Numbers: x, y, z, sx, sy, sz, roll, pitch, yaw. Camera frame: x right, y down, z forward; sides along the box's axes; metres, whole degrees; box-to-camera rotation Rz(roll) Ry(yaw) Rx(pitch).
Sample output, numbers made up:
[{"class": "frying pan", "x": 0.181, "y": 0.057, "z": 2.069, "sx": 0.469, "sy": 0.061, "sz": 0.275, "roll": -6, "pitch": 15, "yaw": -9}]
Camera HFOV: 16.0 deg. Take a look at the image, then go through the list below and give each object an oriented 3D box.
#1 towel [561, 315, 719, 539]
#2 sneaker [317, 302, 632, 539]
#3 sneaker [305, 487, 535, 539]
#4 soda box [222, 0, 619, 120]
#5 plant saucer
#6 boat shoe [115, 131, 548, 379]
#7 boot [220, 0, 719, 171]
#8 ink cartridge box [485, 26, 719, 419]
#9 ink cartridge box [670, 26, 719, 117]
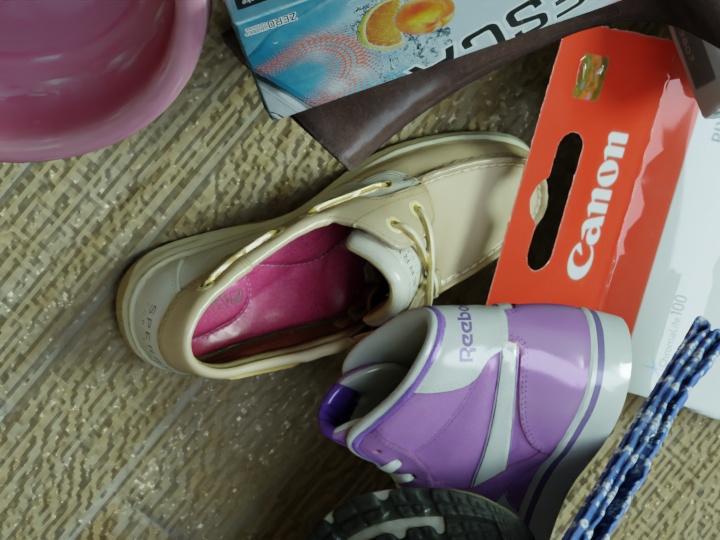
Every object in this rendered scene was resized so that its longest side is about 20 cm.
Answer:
[{"class": "towel", "x": 0.089, "y": 0.124, "z": 1.063, "sx": 0.024, "sy": 0.145, "sz": 0.200, "roll": 32, "pitch": 52, "yaw": 6}, {"class": "sneaker", "x": 0.030, "y": 0.079, "z": 1.088, "sx": 0.114, "sy": 0.073, "sz": 0.201, "roll": 5, "pitch": 136, "yaw": -14}, {"class": "sneaker", "x": 0.009, "y": 0.145, "z": 1.089, "sx": 0.089, "sy": 0.200, "sz": 0.077, "roll": 2, "pitch": 65, "yaw": -47}, {"class": "soda box", "x": 0.046, "y": -0.127, "z": 0.923, "sx": 0.200, "sy": 0.068, "sz": 0.064, "roll": -19, "pitch": 147, "yaw": 2}, {"class": "plant saucer", "x": -0.147, "y": -0.125, "z": 0.920, "sx": 0.201, "sy": 0.200, "sz": 0.051, "roll": 44, "pitch": 43, "yaw": -30}, {"class": "boat shoe", "x": 0.000, "y": 0.000, "z": 1.073, "sx": 0.200, "sy": 0.069, "sz": 0.074, "roll": -24, "pitch": 115, "yaw": -18}, {"class": "boot", "x": 0.056, "y": -0.095, "z": 1.004, "sx": 0.166, "sy": 0.200, "sz": 0.072, "roll": -45, "pitch": 142, "yaw": -4}, {"class": "ink cartridge box", "x": 0.153, "y": -0.017, "z": 1.130, "sx": 0.200, "sy": 0.057, "sz": 0.163, "roll": 4, "pitch": 106, "yaw": -46}, {"class": "ink cartridge box", "x": 0.210, "y": -0.170, "z": 1.089, "sx": 0.200, "sy": 0.057, "sz": 0.163, "roll": -19, "pitch": 86, "yaw": -16}]
